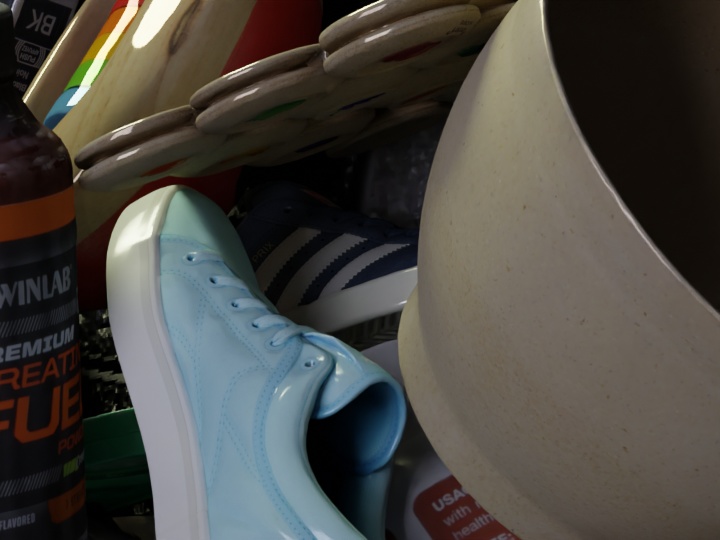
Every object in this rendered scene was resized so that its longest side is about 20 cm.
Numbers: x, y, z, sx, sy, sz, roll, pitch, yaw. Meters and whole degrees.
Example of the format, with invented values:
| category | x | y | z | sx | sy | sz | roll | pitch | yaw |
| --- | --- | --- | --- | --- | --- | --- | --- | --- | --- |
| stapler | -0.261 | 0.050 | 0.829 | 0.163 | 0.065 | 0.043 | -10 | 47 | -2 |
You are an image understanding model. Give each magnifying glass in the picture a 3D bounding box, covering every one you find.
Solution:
| category | x | y | z | sx | sy | sz | roll | pitch | yaw |
| --- | --- | --- | --- | --- | --- | --- | --- | --- | --- |
| magnifying glass | -0.096 | 0.076 | 1.040 | 0.200 | 0.079 | 0.022 | 141 | 120 | -63 |

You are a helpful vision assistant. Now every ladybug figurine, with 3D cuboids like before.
| category | x | y | z | sx | sy | sz | roll | pitch | yaw |
| --- | --- | --- | --- | --- | --- | --- | --- | --- | --- |
| ladybug figurine | -0.073 | -0.060 | 1.053 | 0.136 | 0.072 | 0.200 | -19 | 38 | 59 |

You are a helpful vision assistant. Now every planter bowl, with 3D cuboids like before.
| category | x | y | z | sx | sy | sz | roll | pitch | yaw |
| --- | --- | --- | --- | --- | --- | --- | --- | --- | --- |
| planter bowl | 0.096 | 0.008 | 0.869 | 0.135 | 0.200 | 0.201 | -46 | 55 | 36 |

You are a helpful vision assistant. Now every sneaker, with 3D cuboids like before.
| category | x | y | z | sx | sy | sz | roll | pitch | yaw |
| --- | --- | --- | --- | --- | --- | --- | --- | --- | --- |
| sneaker | -0.023 | 0.043 | 0.899 | 0.082 | 0.074 | 0.200 | -28 | 50 | 14 |
| sneaker | 0.000 | 0.000 | 1.018 | 0.200 | 0.075 | 0.085 | -17 | 57 | 28 |

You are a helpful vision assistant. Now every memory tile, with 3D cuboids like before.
| category | x | y | z | sx | sy | sz | roll | pitch | yaw |
| --- | --- | --- | --- | --- | --- | --- | --- | --- | --- |
| memory tile | 0.009 | -0.063 | 0.944 | 0.153 | 0.200 | 0.017 | -23 | 86 | 31 |

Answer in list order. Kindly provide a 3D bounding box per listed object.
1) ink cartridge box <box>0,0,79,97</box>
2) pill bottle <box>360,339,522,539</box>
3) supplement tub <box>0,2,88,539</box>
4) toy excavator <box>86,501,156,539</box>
| category | x | y | z | sx | sy | sz | roll | pitch | yaw |
| --- | --- | --- | --- | --- | --- | --- | --- | --- | --- |
| ink cartridge box | -0.178 | -0.077 | 1.195 | 0.099 | 0.039 | 0.200 | 23 | 96 | 38 |
| pill bottle | 0.049 | 0.120 | 0.924 | 0.112 | 0.112 | 0.200 | -49 | 54 | 20 |
| supplement tub | -0.142 | 0.016 | 0.911 | 0.107 | 0.107 | 0.201 | 8 | 105 | 39 |
| toy excavator | -0.096 | 0.176 | 1.047 | 0.194 | 0.100 | 0.200 | 26 | 105 | 40 |
